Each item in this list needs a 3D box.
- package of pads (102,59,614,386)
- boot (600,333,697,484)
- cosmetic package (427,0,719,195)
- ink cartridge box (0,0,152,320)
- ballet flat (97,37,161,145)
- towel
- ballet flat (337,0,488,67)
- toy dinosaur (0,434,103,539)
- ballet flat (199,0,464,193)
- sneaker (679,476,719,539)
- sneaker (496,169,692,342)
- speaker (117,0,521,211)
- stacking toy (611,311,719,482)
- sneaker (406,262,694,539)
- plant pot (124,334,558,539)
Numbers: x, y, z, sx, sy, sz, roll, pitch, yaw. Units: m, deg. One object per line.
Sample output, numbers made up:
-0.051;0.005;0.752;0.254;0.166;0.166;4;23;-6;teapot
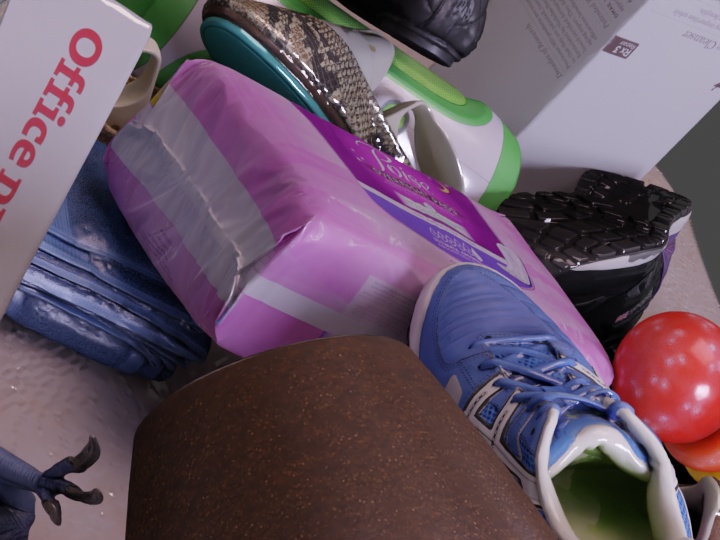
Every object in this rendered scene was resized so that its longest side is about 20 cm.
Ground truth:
0.000;0.000;1.042;0.199;0.076;0.121;25;23;-43;package of pads
0.206;0.111;1.276;0.200;0.077;0.168;49;22;25;boot
0.121;-0.108;1.345;0.112;0.200;0.081;11;39;-44;cosmetic package
-0.193;-0.071;0.882;0.200;0.146;0.087;34;-16;-23;ink cartridge box
-0.093;-0.065;1.124;0.199;0.065;0.071;23;30;-37;ballet flat
-0.147;-0.035;1.022;0.199;0.049;0.112;27;29;-30;towel
0.021;-0.136;1.190;0.066;0.057;0.200;31;5;-22;ballet flat
-0.131;0.069;0.852;0.181;0.105;0.200;44;7;-47;toy dinosaur
0.000;-0.059;1.176;0.068;0.075;0.201;10;-41;53;ballet flat
0.044;0.095;0.981;0.199;0.076;0.071;1;51;-12;sneaker
0.111;0.010;1.273;0.075;0.088;0.200;21;15;20;sneaker
-0.021;-0.084;1.236;0.199;0.088;0.089;33;27;-22;speaker
0.169;0.076;1.122;0.200;0.085;0.086;34;25;-44;stacking toy
0.073;0.063;0.910;0.075;0.077;0.201;-7;45;-21;sneaker
0.002;0.129;0.779;0.186;0.186;0.201;8;57;-51;plant pot
